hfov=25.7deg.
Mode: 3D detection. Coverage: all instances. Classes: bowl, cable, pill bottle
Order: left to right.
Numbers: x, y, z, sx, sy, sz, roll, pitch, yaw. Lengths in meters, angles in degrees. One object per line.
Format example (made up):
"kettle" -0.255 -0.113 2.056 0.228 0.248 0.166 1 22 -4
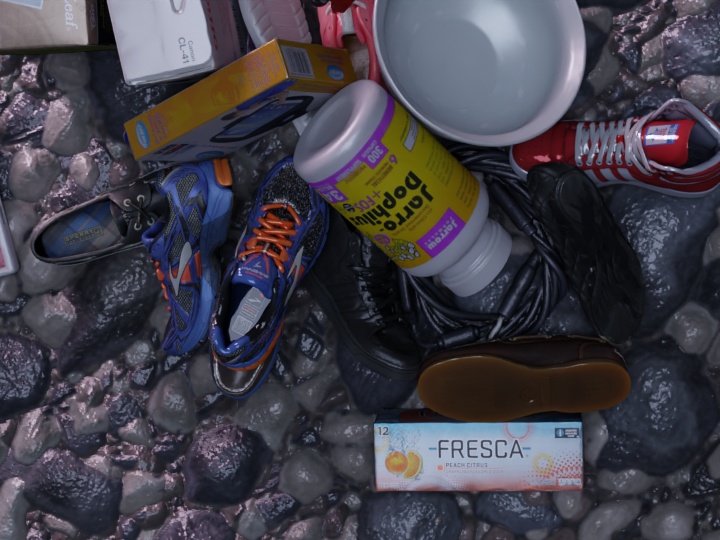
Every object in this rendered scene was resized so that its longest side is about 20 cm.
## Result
"pill bottle" 0.042 -0.066 1.378 0.104 0.104 0.200 -45 114 9
"bowl" 0.095 -0.197 1.413 0.198 0.090 0.204 3 78 -15
"cable" 0.109 -0.028 1.469 0.161 0.051 0.203 -6 95 7

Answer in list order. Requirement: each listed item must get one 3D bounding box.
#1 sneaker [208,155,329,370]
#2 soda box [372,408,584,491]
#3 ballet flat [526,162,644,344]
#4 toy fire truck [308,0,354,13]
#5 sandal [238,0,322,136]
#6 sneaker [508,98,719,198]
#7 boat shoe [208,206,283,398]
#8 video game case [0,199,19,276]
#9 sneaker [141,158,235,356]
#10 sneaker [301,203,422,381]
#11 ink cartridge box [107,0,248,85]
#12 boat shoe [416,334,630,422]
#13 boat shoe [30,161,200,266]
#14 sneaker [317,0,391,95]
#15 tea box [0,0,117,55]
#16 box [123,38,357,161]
"sneaker" -0.081 -0.004 1.399 0.074 0.078 0.203 18 93 5
"soda box" 0.111 0.168 1.485 0.197 0.064 0.069 -1 97 6
"ballet flat" 0.209 -0.018 1.438 0.066 0.057 0.201 -35 120 -15
"toy fire truck" -0.030 -0.307 1.389 0.198 0.049 0.143 25 61 -17
"sandal" -0.077 -0.194 1.463 0.049 0.082 0.205 -20 94 35
"sneaker" 0.233 -0.110 1.407 0.197 0.113 0.072 4 79 3
"boat shoe" -0.106 0.026 1.487 0.071 0.072 0.203 12 98 5
"video game case" -0.450 -0.064 1.541 0.197 0.024 0.185 -14 95 7
"sneaker" -0.167 -0.014 1.470 0.077 0.076 0.203 7 112 -10
"sneaker" 0.002 0.000 1.445 0.200 0.060 0.105 49 128 32
"ink cartridge box" -0.162 -0.243 1.397 0.084 0.200 0.150 -12 96 8
"boat shoe" 0.148 0.096 1.460 0.197 0.071 0.071 1 117 -5
"boat shoe" -0.221 -0.049 1.499 0.198 0.057 0.069 -21 94 9
"sneaker" -0.005 -0.238 1.437 0.073 0.087 0.203 -12 95 7
"tea box" -0.281 -0.296 1.406 0.132 0.197 0.203 -2 96 6
"box" -0.113 -0.141 1.386 0.199 0.119 0.042 -26 80 29
